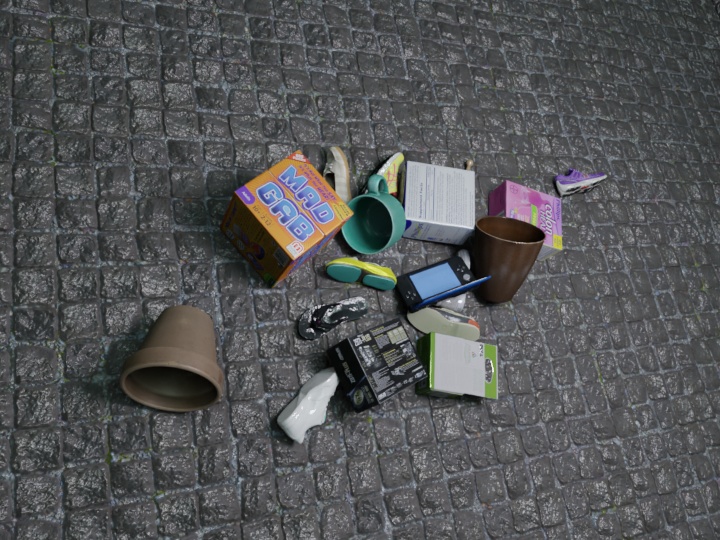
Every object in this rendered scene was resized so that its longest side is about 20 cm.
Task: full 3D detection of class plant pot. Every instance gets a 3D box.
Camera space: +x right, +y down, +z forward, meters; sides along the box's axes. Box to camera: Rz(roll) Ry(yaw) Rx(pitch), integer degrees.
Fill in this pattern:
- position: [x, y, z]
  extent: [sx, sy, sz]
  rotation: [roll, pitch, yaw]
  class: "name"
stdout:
- position: [0.386, -0.022, 1.606]
  extent: [0.186, 0.201, 0.187]
  rotation: [6, 26, -3]
  class: "plant pot"
- position: [-0.376, 0.172, 1.227]
  extent: [0.200, 0.200, 0.175]
  rotation: [16, 48, -17]
  class: "plant pot"

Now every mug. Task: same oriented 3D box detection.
- position: [0.049, -0.138, 1.520]
  extent: [0.152, 0.185, 0.114]
  rotation: [45, 30, 10]
  class: "mug"

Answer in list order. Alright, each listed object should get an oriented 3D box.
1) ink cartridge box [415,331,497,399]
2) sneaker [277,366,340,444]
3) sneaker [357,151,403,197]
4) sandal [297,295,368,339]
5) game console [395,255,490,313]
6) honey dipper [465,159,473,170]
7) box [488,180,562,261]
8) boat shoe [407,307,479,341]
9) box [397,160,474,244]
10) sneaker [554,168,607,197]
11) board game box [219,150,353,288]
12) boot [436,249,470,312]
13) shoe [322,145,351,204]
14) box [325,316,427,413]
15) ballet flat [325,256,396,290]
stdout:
- position: [0.249, 0.253, 1.514]
  extent: [0.199, 0.076, 0.148]
  rotation: [13, 65, -19]
  class: "ink cartridge box"
- position: [-0.100, 0.307, 1.355]
  extent: [0.200, 0.075, 0.089]
  rotation: [-44, 108, -30]
  class: "sneaker"
- position: [0.073, -0.245, 1.641]
  extent: [0.090, 0.078, 0.200]
  rotation: [40, 65, -14]
  class: "sneaker"
- position: [-0.066, 0.107, 1.451]
  extent: [0.200, 0.048, 0.075]
  rotation: [-22, 80, -29]
  class: "sandal"
- position: [0.202, 0.022, 1.496]
  extent: [0.199, 0.119, 0.171]
  rotation: [-19, 51, -9]
  class: "game console"
- position: [0.305, -0.255, 1.759]
  extent: [0.038, 0.038, 0.200]
  rotation: [25, 62, -13]
  class: "honey dipper"
- position: [0.491, -0.146, 1.762]
  extent: [0.199, 0.097, 0.176]
  rotation: [16, 64, -18]
  class: "box"
- position: [0.218, 0.132, 1.556]
  extent: [0.199, 0.071, 0.063]
  rotation: [16, 26, -2]
  class: "boat shoe"
- position: [0.206, -0.185, 1.630]
  extent: [0.199, 0.105, 0.184]
  rotation: [8, 67, -8]
  class: "box"
- position: [0.725, -0.303, 1.937]
  extent: [0.199, 0.081, 0.084]
  rotation: [-12, 69, -26]
  class: "sneaker"
- position: [-0.180, -0.118, 1.402]
  extent: [0.200, 0.200, 0.200]
  rotation: [49, 60, 0]
  class: "board game box"
- position: [0.239, 0.015, 1.607]
  extent: [0.095, 0.074, 0.200]
  rotation: [15, 54, -3]
  class: "boot"
- position: [-0.066, -0.242, 1.575]
  extent: [0.053, 0.070, 0.201]
  rotation: [-2, 73, -32]
  class: "shoe"
- position: [0.042, 0.220, 1.396]
  extent: [0.200, 0.086, 0.164]
  rotation: [-17, 77, -49]
  class: "box"
- position: [0.000, 0.000, 1.521]
  extent: [0.199, 0.067, 0.067]
  rotation: [15, 44, -20]
  class: "ballet flat"
